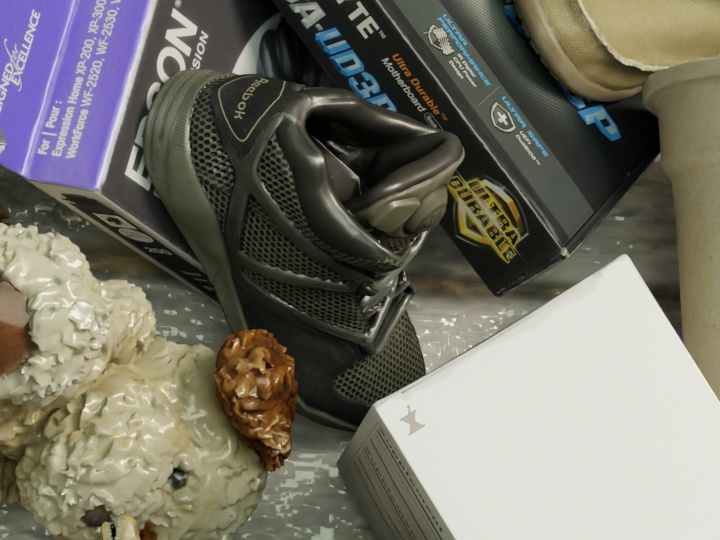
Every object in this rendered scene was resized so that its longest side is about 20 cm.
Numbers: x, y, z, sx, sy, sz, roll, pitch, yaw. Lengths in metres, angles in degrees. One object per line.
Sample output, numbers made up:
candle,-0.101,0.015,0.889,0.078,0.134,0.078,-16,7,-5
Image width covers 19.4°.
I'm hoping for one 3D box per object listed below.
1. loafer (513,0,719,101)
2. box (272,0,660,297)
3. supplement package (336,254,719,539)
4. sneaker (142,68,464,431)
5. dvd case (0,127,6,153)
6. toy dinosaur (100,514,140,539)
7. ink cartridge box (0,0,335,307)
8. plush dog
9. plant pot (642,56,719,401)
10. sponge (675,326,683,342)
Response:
loafer,0.142,-0.123,0.948,0.200,0.067,0.076,-11,72,-51
box,0.047,-0.107,0.927,0.200,0.046,0.159,53,38,-5
supplement package,0.069,0.084,0.826,0.114,0.200,0.110,-31,83,-9
sneaker,0.000,0.000,0.869,0.076,0.114,0.199,-57,136,-34
dvd case,-0.207,-0.085,0.836,0.022,0.146,0.200,1,55,-42
toy dinosaur,-0.095,0.195,0.844,0.101,0.058,0.200,-6,116,22
ink cartridge box,-0.075,-0.106,0.892,0.043,0.200,0.198,2,70,32
plush dog,-0.119,0.061,0.864,0.172,0.200,0.160,35,29,-13
plant pot,0.212,0.017,0.891,0.200,0.200,0.184,7,84,-10
sponge,0.156,0.082,0.963,0.200,0.030,0.112,-23,81,-16
